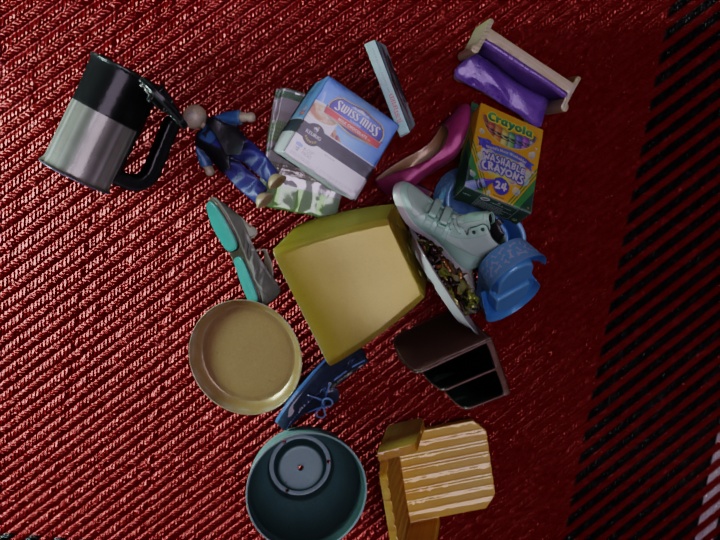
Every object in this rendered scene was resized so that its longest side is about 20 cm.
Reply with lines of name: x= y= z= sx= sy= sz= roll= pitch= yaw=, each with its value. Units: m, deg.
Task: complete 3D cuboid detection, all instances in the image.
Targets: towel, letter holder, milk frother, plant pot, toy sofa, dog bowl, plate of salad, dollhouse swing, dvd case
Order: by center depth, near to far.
milk frother: x=-0.369 y=-0.209 z=1.175 sx=0.179 sy=0.200 sz=0.189 roll=26 pitch=93 yaw=-16
plate of salad: x=0.139 y=0.011 z=1.223 sx=0.048 sy=0.200 sz=0.201 roll=-32 pitch=101 yaw=8
dvd case: x=0.050 y=-0.290 z=1.237 sx=0.022 sy=0.200 sz=0.147 roll=-20 pitch=100 yaw=12
plant pot: x=0.000 y=0.000 z=1.238 sx=0.175 sy=0.200 sz=0.201 roll=-23 pitch=101 yaw=14
letter holder: x=0.143 y=0.156 z=1.303 sx=0.141 sy=0.200 sz=0.101 roll=-22 pitch=103 yaw=-4
dog bowl: x=0.247 y=0.015 z=1.304 sx=0.111 sy=0.200 sz=0.050 roll=-28 pitch=64 yaw=-8
plant pot: x=-0.192 y=0.144 z=1.309 sx=0.198 sy=0.027 sz=0.202 roll=2 pitch=101 yaw=10
towel: x=-0.089 y=-0.195 z=1.310 sx=0.148 sy=0.031 sz=0.202 roll=11 pitch=95 yaw=-10
plant pot: x=-0.098 y=0.353 z=1.322 sx=0.198 sy=0.134 sz=0.203 roll=-1 pitch=97 yaw=-10
toy sofa: x=0.264 y=-0.331 z=1.327 sx=0.199 sy=0.083 sz=0.098 roll=29 pitch=90 yaw=-12
dollhouse swing: x=0.140 y=0.375 z=1.356 sx=0.174 sy=0.182 sz=0.202 roll=-7 pitch=98 yaw=12
dog bowl: x=0.213 y=-0.088 z=1.357 sx=0.111 sy=0.050 sz=0.201 roll=-38 pitch=101 yaw=-3

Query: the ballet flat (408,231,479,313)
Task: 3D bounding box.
ballet flat: x=0.146 y=0.000 z=1.348 sx=0.199 sy=0.068 sz=0.075 roll=35 pitch=125 yaw=-10

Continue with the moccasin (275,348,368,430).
moccasin: x=-0.059 y=0.197 z=1.308 sx=0.068 sy=0.081 sz=0.200 roll=43 pitch=68 yaw=2

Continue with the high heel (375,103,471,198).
high heel: x=0.110 y=-0.208 z=1.320 sx=0.096 sy=0.067 sz=0.201 roll=26 pitch=95 yaw=-22

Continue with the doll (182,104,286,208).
doll: x=-0.209 y=-0.199 z=1.260 sx=0.200 sy=0.048 sz=0.137 roll=42 pitch=114 yaw=7

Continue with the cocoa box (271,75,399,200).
cocoa box: x=-0.044 y=-0.205 z=1.202 sx=0.133 sy=0.200 sz=0.132 roll=32 pitch=92 yaw=-14

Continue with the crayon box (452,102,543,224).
crayon box: x=0.236 y=-0.194 z=1.308 sx=0.125 sy=0.052 sz=0.202 roll=20 pitch=64 yaw=-13

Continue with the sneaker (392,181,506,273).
sneaker: x=0.151 y=-0.093 z=1.264 sx=0.200 sy=0.118 sz=0.074 roll=42 pitch=44 yaw=-17

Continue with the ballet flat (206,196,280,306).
ballet flat: x=-0.193 y=-0.037 z=1.303 sx=0.063 sy=0.067 sz=0.202 roll=-30 pitch=103 yaw=-33
